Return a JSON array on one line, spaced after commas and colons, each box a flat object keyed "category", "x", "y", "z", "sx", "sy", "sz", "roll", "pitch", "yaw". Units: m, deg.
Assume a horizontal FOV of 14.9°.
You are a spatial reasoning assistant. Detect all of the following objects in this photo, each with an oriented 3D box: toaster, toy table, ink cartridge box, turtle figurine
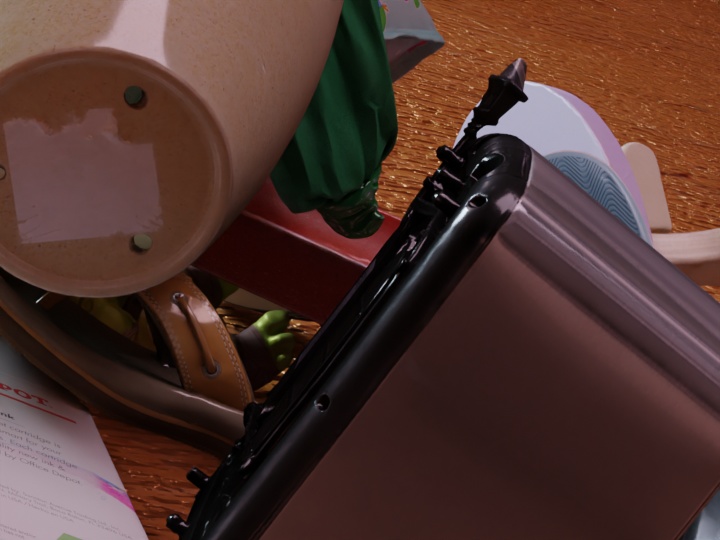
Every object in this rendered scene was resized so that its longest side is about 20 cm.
[{"category": "toaster", "x": 0.034, "y": 0.049, "z": 0.879, "sx": 0.119, "sy": 0.200, "sz": 0.181, "roll": 37, "pitch": 7, "yaw": -4}, {"category": "toy table", "x": 0.129, "y": 0.006, "z": 1.432, "sx": 0.117, "sy": 0.201, "sz": 0.184, "roll": 13, "pitch": -21, "yaw": -43}, {"category": "ink cartridge box", "x": -0.142, "y": 0.079, "z": 0.910, "sx": 0.117, "sy": 0.067, "sz": 0.200, "roll": 23, "pitch": 15, "yaw": -25}, {"category": "turtle figurine", "x": -0.102, "y": 0.014, "z": 1.209, "sx": 0.200, "sy": 0.065, "sz": 0.161, "roll": 36, "pitch": 11, "yaw": 39}]

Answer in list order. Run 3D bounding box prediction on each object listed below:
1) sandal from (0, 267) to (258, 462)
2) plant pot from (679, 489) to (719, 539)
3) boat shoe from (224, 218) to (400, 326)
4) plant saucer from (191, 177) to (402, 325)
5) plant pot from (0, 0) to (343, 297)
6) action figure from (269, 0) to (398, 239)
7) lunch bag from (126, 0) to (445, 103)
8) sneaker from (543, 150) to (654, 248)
[{"category": "sandal", "x": -0.062, "y": 0.033, "z": 1.008, "sx": 0.200, "sy": 0.054, "sz": 0.080, "roll": 30, "pitch": 5, "yaw": -16}, {"category": "plant pot", "x": 0.155, "y": 0.156, "z": 0.877, "sx": 0.188, "sy": 0.200, "sz": 0.200, "roll": 27, "pitch": 15, "yaw": -3}, {"category": "boat shoe", "x": 0.014, "y": 0.009, "z": 1.368, "sx": 0.199, "sy": 0.057, "sz": 0.069, "roll": 2, "pitch": 41, "yaw": 18}, {"category": "plant saucer", "x": 0.000, "y": 0.000, "z": 1.228, "sx": 0.200, "sy": 0.037, "sz": 0.200, "roll": 24, "pitch": 8, "yaw": 9}, {"category": "plant pot", "x": -0.091, "y": -0.079, "z": 0.973, "sx": 0.187, "sy": 0.188, "sz": 0.200, "roll": 22, "pitch": 27, "yaw": -15}, {"category": "action figure", "x": -0.032, "y": -0.098, "z": 1.129, "sx": 0.118, "sy": 0.200, "sz": 0.055, "roll": -34, "pitch": 28, "yaw": -28}, {"category": "lunch bag", "x": -0.077, "y": -0.142, "z": 1.239, "sx": 0.171, "sy": 0.122, "sz": 0.200, "roll": 60, "pitch": 26, "yaw": 12}, {"category": "sneaker", "x": 0.096, "y": 0.059, "z": 1.103, "sx": 0.079, "sy": 0.201, "sz": 0.131, "roll": -7, "pitch": -11, "yaw": 13}]
